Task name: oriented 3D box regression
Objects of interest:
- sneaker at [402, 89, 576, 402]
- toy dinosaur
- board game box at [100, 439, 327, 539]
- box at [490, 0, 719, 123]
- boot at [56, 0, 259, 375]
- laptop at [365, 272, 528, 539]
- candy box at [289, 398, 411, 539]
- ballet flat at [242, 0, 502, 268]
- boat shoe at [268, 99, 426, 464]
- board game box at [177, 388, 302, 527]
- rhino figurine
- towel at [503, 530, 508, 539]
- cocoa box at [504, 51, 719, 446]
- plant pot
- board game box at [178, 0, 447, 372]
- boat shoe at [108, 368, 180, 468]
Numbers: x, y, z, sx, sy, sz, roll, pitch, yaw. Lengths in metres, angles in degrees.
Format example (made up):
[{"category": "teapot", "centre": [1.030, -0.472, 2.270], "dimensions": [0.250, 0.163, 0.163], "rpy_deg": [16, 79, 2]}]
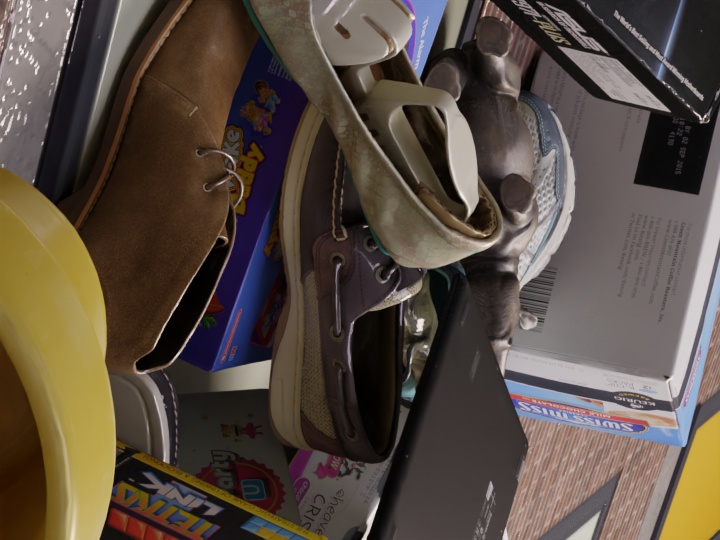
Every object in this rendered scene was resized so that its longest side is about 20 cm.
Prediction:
[{"category": "sneaker", "centre": [0.065, -0.010, 1.619], "dimensions": [0.201, 0.077, 0.086], "rpy_deg": [-71, 161, -1]}, {"category": "toy dinosaur", "centre": [0.005, 0.006, 1.533], "dimensions": [0.088, 0.047, 0.201], "rpy_deg": [-27, 118, -29]}, {"category": "board game box", "centre": [-0.117, 0.179, 1.251], "dimensions": [0.057, 0.165, 0.200], "rpy_deg": [-33, 142, -57]}, {"category": "box", "centre": [0.140, -0.199, 1.490], "dimensions": [0.200, 0.086, 0.164], "rpy_deg": [38, 76, -44]}, {"category": "boot", "centre": [-0.075, -0.046, 1.236], "dimensions": [0.200, 0.075, 0.074], "rpy_deg": [-65, 155, -12]}, {"category": "laptop", "centre": [0.006, 0.138, 1.411], "dimensions": [0.188, 0.116, 0.200], "rpy_deg": [-71, 150, -42]}, {"category": "candy box", "centre": [-0.005, 0.164, 1.649], "dimensions": [0.137, 0.061, 0.200], "rpy_deg": [-58, 160, -20]}, {"category": "ballet flat", "centre": [0.009, -0.089, 1.256], "dimensions": [0.067, 0.062, 0.200], "rpy_deg": [-55, 127, -40]}, {"category": "boat shoe", "centre": [0.000, 0.000, 1.344], "dimensions": [0.072, 0.065, 0.201], "rpy_deg": [-29, 131, -55]}, {"category": "board game box", "centre": [-0.072, 0.183, 1.418], "dimensions": [0.148, 0.064, 0.200], "rpy_deg": [-105, -163, -47]}, {"category": "rhino figurine", "centre": [0.069, -0.035, 1.546], "dimensions": [0.087, 0.060, 0.201], "rpy_deg": [64, 20, -89]}, {"category": "towel", "centre": [0.072, 0.140, 1.715], "dimensions": [0.200, 0.024, 0.147], "rpy_deg": [-99, -179, -74]}, {"category": "cocoa box", "centre": [0.156, -0.012, 1.740], "dimensions": [0.131, 0.133, 0.201], "rpy_deg": [67, 36, -66]}, {"category": "plant pot", "centre": [-0.168, 0.039, 0.939], "dimensions": [0.189, 0.200, 0.201], "rpy_deg": [-56, 164, -72]}, {"category": "board game box", "centre": [-0.031, -0.054, 1.386], "dimensions": [0.134, 0.045, 0.200], "rpy_deg": [-6, 118, -68]}, {"category": "boat shoe", "centre": [-0.114, 0.102, 1.309], "dimensions": [0.060, 0.074, 0.200], "rpy_deg": [-47, 156, -43]}]
